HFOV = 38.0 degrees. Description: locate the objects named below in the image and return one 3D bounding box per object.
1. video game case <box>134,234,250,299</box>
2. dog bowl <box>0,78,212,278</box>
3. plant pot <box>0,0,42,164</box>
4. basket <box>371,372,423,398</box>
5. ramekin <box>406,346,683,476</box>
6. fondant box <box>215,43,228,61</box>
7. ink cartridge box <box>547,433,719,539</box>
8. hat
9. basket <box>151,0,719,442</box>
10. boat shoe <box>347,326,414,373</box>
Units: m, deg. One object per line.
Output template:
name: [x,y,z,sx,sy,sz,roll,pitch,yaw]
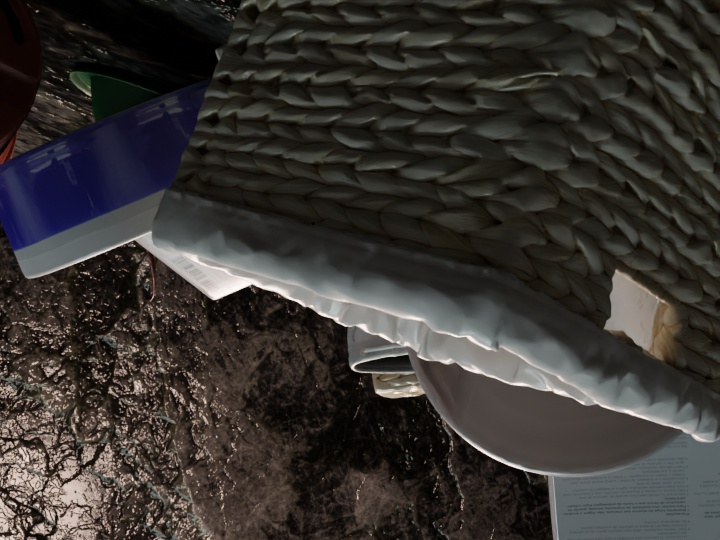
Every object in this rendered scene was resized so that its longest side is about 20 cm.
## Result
video game case: [-0.132,-0.058,0.941,0.180,0.024,0.200,-22,134,30]
dog bowl: [-0.165,-0.070,0.759,0.198,0.080,0.200,-22,-171,3]
plant pot: [-0.320,-0.135,0.738,0.199,0.203,0.194,22,166,-29]
basket: [0.103,0.053,1.032,0.197,0.125,0.136,-10,169,10]
ramekin: [0.130,0.028,0.676,0.200,0.205,0.094,17,177,13]
fondant box: [-0.024,-0.055,0.668,0.058,0.146,0.200,-22,172,2]
ink cartridge box: [0.236,0.166,0.750,0.197,0.203,0.041,-4,-160,11]
hat: [-0.205,-0.067,0.975,0.165,0.178,0.199,14,173,45]
basket: [0.054,-0.040,0.452,0.199,0.163,0.197,12,172,44]
boat shoe: [0.086,0.056,0.767,0.198,0.072,0.070,3,158,12]
